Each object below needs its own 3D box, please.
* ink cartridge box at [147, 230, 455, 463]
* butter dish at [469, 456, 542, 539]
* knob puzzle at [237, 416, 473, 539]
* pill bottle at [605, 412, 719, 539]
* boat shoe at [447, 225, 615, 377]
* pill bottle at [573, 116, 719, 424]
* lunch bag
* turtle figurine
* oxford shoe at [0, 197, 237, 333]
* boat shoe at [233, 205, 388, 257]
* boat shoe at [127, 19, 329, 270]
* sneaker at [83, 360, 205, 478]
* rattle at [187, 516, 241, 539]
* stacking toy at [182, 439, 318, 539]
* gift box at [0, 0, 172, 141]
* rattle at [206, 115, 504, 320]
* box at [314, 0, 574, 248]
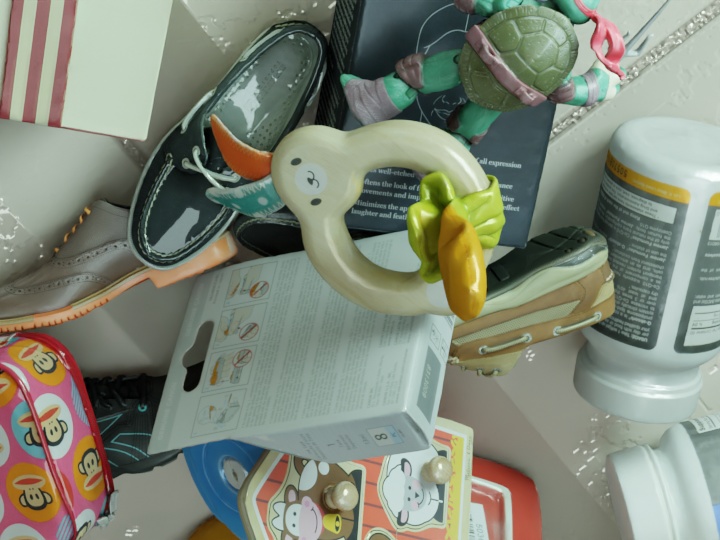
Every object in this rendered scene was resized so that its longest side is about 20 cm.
[{"bbox_3d":[-0.035,0.058,1.483,0.198,0.161,0.047,-12,135,27],"label":"ink cartridge box"},{"bbox_3d":[0.026,0.236,1.647,0.198,0.201,0.148,18,133,-15],"label":"butter dish"},{"bbox_3d":[0.004,0.172,1.500,0.220,0.221,0.030,45,145,-23],"label":"knob puzzle"},{"bbox_3d":[0.293,0.161,1.671,0.198,0.114,0.115,-15,115,-2],"label":"pill bottle"},{"bbox_3d":[0.087,0.040,1.530,0.198,0.076,0.074,-22,111,2],"label":"boat shoe"},{"bbox_3d":[0.217,0.000,1.587,0.115,0.117,0.202,6,113,-11],"label":"pill bottle"},{"bbox_3d":[-0.273,0.142,1.549,0.198,0.082,0.178,-9,106,28],"label":"lunch bag"},{"bbox_3d":[0.092,-0.143,1.399,0.199,0.101,0.150,-37,100,21],"label":"turtle figurine"},{"bbox_3d":[-0.191,-0.010,1.558,0.198,0.071,0.074,-21,98,-6],"label":"oxford shoe"},{"bbox_3d":[0.000,0.000,1.573,0.199,0.068,0.072,23,142,-16],"label":"boat shoe"},{"bbox_3d":[-0.092,-0.088,1.505,0.075,0.060,0.201,31,88,-9],"label":"boat shoe"},{"bbox_3d":[-0.185,0.112,1.601,0.199,0.076,0.080,-29,112,5],"label":"sneaker"},{"bbox_3d":[-0.121,0.302,1.719,0.129,0.144,0.201,-2,136,27],"label":"rattle"},{"bbox_3d":[-0.024,0.102,1.587,0.199,0.109,0.117,-32,101,-40],"label":"stacking toy"},{"bbox_3d":[-0.189,-0.200,1.398,0.183,0.200,0.188,7,111,-16],"label":"gift box"},{"bbox_3d":[-0.017,-0.027,1.361,0.199,0.143,0.131,24,130,-1],"label":"rattle"},{"bbox_3d":[0.054,-0.133,1.509,0.147,0.107,0.202,7,113,-11],"label":"box"}]
